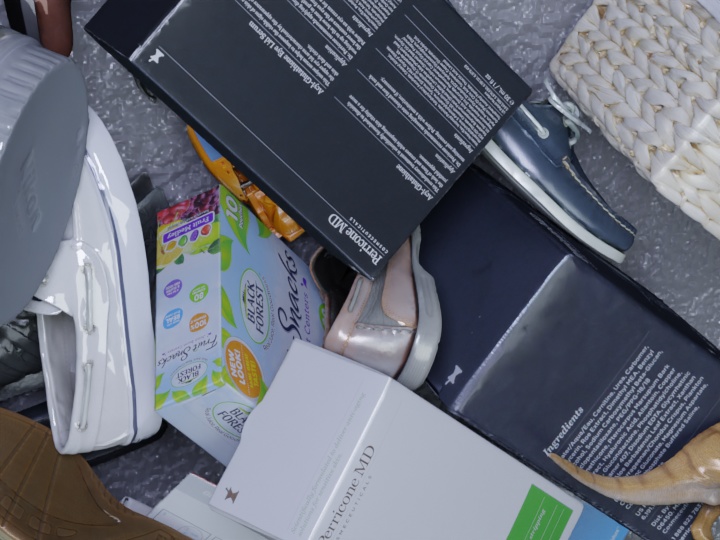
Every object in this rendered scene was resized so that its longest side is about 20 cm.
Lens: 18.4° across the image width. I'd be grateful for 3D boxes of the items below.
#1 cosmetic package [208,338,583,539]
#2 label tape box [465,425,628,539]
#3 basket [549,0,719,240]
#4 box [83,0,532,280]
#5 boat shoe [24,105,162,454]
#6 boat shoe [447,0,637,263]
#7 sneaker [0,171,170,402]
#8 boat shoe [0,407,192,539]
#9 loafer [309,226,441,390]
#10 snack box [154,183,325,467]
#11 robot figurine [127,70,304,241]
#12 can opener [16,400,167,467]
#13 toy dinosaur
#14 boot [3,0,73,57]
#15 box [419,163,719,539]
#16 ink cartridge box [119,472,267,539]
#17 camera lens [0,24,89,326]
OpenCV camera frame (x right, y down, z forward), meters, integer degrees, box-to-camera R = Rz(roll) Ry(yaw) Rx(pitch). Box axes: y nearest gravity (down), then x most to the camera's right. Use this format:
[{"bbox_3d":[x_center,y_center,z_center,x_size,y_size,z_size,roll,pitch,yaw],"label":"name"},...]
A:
[{"bbox_3d":[0.023,0.130,1.238,0.200,0.085,0.108,34,80,-46],"label":"cosmetic package"},{"bbox_3d":[0.057,0.177,1.457,0.200,0.066,0.143,25,102,-21],"label":"label tape box"},{"bbox_3d":[0.215,-0.103,1.321,0.136,0.200,0.123,35,102,-29],"label":"basket"},{"bbox_3d":[-0.026,-0.113,1.196,0.141,0.079,0.200,-51,123,-5],"label":"box"},{"bbox_3d":[-0.162,0.006,1.240,0.066,0.072,0.200,-16,111,-29],"label":"boat shoe"},{"bbox_3d":[0.097,-0.086,1.330,0.200,0.075,0.062,43,90,1],"label":"boat shoe"},{"bbox_3d":[-0.201,0.020,1.300,0.200,0.060,0.104,-17,112,-13],"label":"sneaker"},{"bbox_3d":[-0.174,0.152,1.284,0.200,0.072,0.072,35,52,-19],"label":"boat shoe"},{"bbox_3d":[0.000,0.000,1.286,0.063,0.200,0.072,14,112,-16],"label":"loafer"},{"bbox_3d":[-0.044,0.063,1.299,0.053,0.142,0.200,-24,137,22],"label":"snack box"},{"bbox_3d":[-0.057,-0.123,1.288,0.145,0.058,0.200,-34,119,-7],"label":"robot figurine"},{"bbox_3d":[-0.210,0.110,1.333,0.200,0.079,0.063,-11,108,-26],"label":"can opener"},{"bbox_3d":[0.201,0.117,1.273,0.200,0.060,0.106,-22,93,-18],"label":"toy dinosaur"},{"bbox_3d":[-0.096,-0.199,1.216,0.200,0.068,0.188,1,82,-16],"label":"boot"},{"bbox_3d":[0.122,0.048,1.348,0.200,0.197,0.117,33,97,-28],"label":"box"},{"bbox_3d":[-0.066,0.197,1.372,0.200,0.044,0.174,30,128,-19],"label":"ink cartridge box"},{"bbox_3d":[-0.260,-0.066,1.148,0.200,0.160,0.160,17,109,9],"label":"camera lens"}]
